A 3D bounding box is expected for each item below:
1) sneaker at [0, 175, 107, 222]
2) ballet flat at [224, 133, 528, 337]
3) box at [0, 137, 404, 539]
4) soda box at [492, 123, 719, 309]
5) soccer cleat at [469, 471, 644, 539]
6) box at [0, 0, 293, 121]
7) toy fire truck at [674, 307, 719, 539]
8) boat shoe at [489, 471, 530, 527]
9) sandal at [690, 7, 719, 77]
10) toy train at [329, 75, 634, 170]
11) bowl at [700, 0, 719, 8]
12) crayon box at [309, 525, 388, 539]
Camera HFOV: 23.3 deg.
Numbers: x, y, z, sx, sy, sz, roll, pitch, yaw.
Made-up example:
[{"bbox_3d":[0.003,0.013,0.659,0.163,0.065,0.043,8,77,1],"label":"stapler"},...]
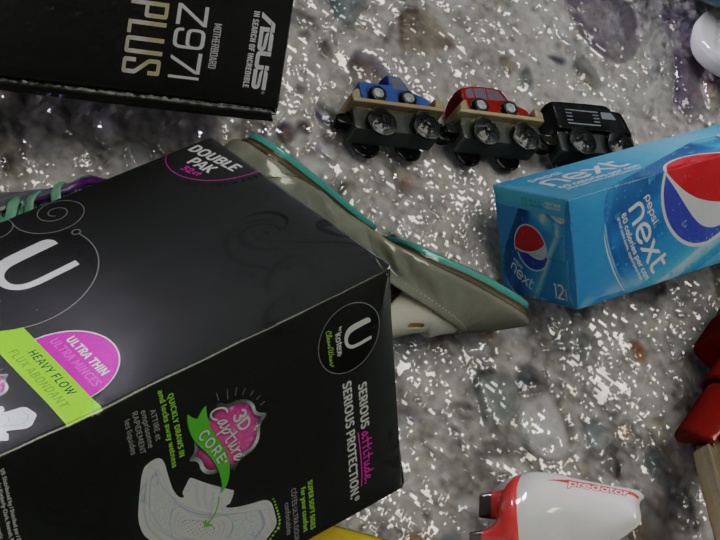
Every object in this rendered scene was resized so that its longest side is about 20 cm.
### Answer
[{"bbox_3d":[-0.166,-0.020,0.824,0.199,0.088,0.075,-8,69,-30],"label":"sneaker"},{"bbox_3d":[0.000,0.000,0.919,0.199,0.067,0.064,31,84,-25],"label":"ballet flat"},{"bbox_3d":[-0.102,0.053,0.751,0.199,0.125,0.148,-24,40,-27],"label":"box"},{"bbox_3d":[0.175,-0.036,1.008,0.199,0.068,0.065,-17,108,-32],"label":"soda box"},{"bbox_3d":[0.105,0.182,0.816,0.069,0.084,0.201,-64,147,-59],"label":"soccer cleat"},{"bbox_3d":[-0.115,-0.187,0.874,0.162,0.086,0.202,5,102,-26],"label":"box"},{"bbox_3d":[0.251,0.112,0.965,0.176,0.129,0.200,42,66,-3],"label":"toy fire truck"},{"bbox_3d":[0.137,0.186,0.887,0.068,0.072,0.201,-26,82,-32],"label":"boat shoe"},{"bbox_3d":[0.309,-0.145,1.160,0.201,0.050,0.083,1,50,-13],"label":"sandal"},{"bbox_3d":[0.072,-0.085,1.013,0.198,0.034,0.046,3,61,-26],"label":"toy train"},{"bbox_3d":[0.251,-0.244,1.124,0.199,0.105,0.202,8,51,-9],"label":"bowl"},{"bbox_3d":[-0.028,0.218,0.795,0.171,0.058,0.201,19,58,-19],"label":"crayon box"}]
